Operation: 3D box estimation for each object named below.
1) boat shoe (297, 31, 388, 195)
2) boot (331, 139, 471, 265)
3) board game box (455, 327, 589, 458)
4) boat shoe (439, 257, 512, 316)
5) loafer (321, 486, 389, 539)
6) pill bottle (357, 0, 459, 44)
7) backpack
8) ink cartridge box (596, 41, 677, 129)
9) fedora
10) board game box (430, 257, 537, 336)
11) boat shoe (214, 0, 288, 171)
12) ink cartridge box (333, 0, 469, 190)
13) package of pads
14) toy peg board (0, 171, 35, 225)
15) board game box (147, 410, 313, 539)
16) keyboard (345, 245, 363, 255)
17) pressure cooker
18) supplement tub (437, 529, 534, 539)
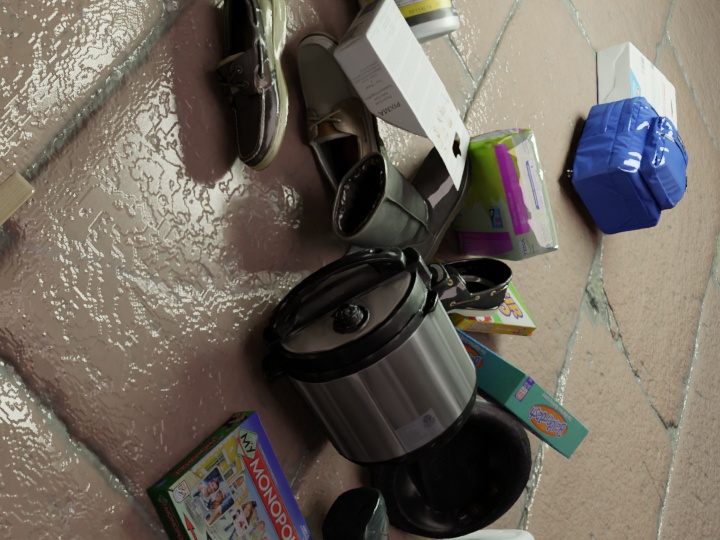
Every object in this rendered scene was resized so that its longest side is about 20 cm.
[{"bbox_3d":[-0.022,-0.164,1.152,0.068,0.075,0.201,-50,121,-53],"label":"boat shoe"},{"bbox_3d":[0.047,-0.093,1.158,0.200,0.072,0.182,32,74,-57],"label":"boot"},{"bbox_3d":[0.155,0.128,1.216,0.045,0.200,0.152,-53,129,-4],"label":"board game box"},{"bbox_3d":[0.091,0.020,1.207,0.201,0.063,0.074,-5,40,-35],"label":"boat shoe"},{"bbox_3d":[-0.018,0.301,0.997,0.200,0.073,0.072,-51,126,-45],"label":"loafer"},{"bbox_3d":[0.042,-0.375,1.256,0.114,0.114,0.201,-26,102,-52],"label":"pill bottle"},{"bbox_3d":[0.449,-0.182,1.704,0.163,0.167,0.200,55,39,-38],"label":"backpack"},{"bbox_3d":[0.506,-0.317,1.891,0.200,0.067,0.116,24,62,-47],"label":"ink cartridge box"},{"bbox_3d":[0.096,0.205,1.171,0.201,0.200,0.092,53,11,-30],"label":"fedora"},{"bbox_3d":[0.161,0.038,1.353,0.200,0.030,0.096,12,45,-53],"label":"board game box"},{"bbox_3d":[-0.116,-0.200,1.050,0.065,0.073,0.201,12,68,-39],"label":"boat shoe"},{"bbox_3d":[0.053,-0.195,1.166,0.200,0.047,0.160,57,24,-21],"label":"ink cartridge box"},{"bbox_3d":[0.164,-0.095,1.292,0.068,0.200,0.155,-16,96,-14],"label":"package of pads"},{"bbox_3d":[-0.328,0.014,0.619,0.098,0.199,0.200,45,46,-15],"label":"toy peg board"},{"bbox_3d":[-0.107,0.252,0.972,0.135,0.029,0.201,-39,112,-49],"label":"board game box"},{"bbox_3d":[0.000,0.000,1.195,0.056,0.011,0.200,54,43,-22],"label":"keyboard"},{"bbox_3d":[0.011,0.074,1.043,0.176,0.178,0.200,-53,126,-35],"label":"pressure cooker"},{"bbox_3d":[0.151,0.407,1.194,0.122,0.122,0.201,3,78,-52],"label":"supplement tub"}]
